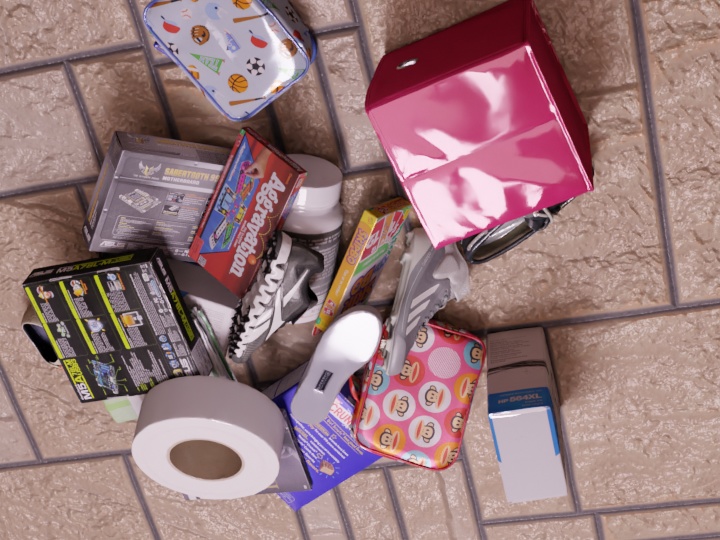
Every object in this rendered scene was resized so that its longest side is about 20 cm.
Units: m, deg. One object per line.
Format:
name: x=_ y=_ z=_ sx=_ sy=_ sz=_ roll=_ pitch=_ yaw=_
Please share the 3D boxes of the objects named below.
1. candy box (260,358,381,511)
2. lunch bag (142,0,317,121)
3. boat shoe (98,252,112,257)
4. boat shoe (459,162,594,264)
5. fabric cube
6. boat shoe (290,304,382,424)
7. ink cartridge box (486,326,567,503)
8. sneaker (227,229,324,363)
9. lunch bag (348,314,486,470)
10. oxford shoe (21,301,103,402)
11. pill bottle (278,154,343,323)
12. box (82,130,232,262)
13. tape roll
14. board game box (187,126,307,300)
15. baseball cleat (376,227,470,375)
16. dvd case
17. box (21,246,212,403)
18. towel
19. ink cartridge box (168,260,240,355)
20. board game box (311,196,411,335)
candy box: x=-0.071 y=0.231 z=1.773 sx=0.200 sy=0.077 sz=0.169 roll=-34 pitch=109 yaw=26
lunch bag: x=-0.164 y=-0.291 z=1.500 sx=0.160 sy=0.076 sz=0.200 roll=-31 pitch=111 yaw=26
boat shoe: x=-0.312 y=-0.072 z=1.651 sx=0.075 sy=0.060 sz=0.200 roll=23 pitch=120 yaw=-4
boat shoe: x=0.213 y=-0.073 z=1.550 sx=0.200 sy=0.060 sz=0.076 roll=-34 pitch=137 yaw=29
fabric cube: x=0.144 y=-0.179 z=1.442 sx=0.199 sy=0.196 sz=0.200 roll=-21 pitch=113 yaw=19
boat shoe: x=-0.030 y=0.114 z=1.623 sx=0.071 sy=0.070 sz=0.200 roll=25 pitch=120 yaw=-7
ink cartridge box: x=0.220 y=0.188 z=1.633 sx=0.084 sy=0.200 sz=0.146 roll=-10 pitch=117 yaw=11
sneaker: x=-0.103 y=0.045 z=1.546 sx=0.090 sy=0.067 sz=0.200 roll=17 pitch=119 yaw=-19
lunch bag: x=0.066 y=0.161 z=1.670 sx=0.176 sy=0.082 sz=0.200 roll=17 pitch=90 yaw=-2
oxford shoe: x=-0.420 y=0.131 z=1.773 sx=0.071 sy=0.074 sz=0.200 roll=-33 pitch=109 yaw=24
pill bottle: x=-0.083 y=-0.042 z=1.601 sx=0.114 sy=0.114 sz=0.200 roll=12 pitch=120 yaw=2
box: x=-0.242 y=-0.090 z=1.586 sx=0.200 sy=0.048 sz=0.159 roll=6 pitch=125 yaw=-30
tape roll: x=-0.203 y=0.228 z=1.650 sx=0.202 sy=0.071 sz=0.203 roll=3 pitch=139 yaw=2
board game box: x=-0.145 y=-0.070 z=1.547 sx=0.103 sy=0.019 sz=0.200 roll=38 pitch=121 yaw=19
baseball cleat: x=0.088 y=0.046 z=1.607 sx=0.106 sy=0.070 sz=0.201 roll=12 pitch=87 yaw=-5
dvd case: x=-0.183 y=0.266 z=1.754 sx=0.199 sy=0.016 sz=0.149 roll=-7 pitch=123 yaw=16
box: x=-0.318 y=0.076 z=1.616 sx=0.193 sy=0.048 sz=0.200 roll=-9 pitch=119 yaw=20
towel: x=-0.281 y=0.136 z=1.682 sx=0.200 sy=0.031 sz=0.149 roll=-15 pitch=114 yaw=18
ink cartridge box: x=-0.258 y=0.092 z=1.719 sx=0.146 sy=0.086 sz=0.200 roll=18 pitch=122 yaw=-1
board game box: x=0.000 y=0.000 z=1.616 sx=0.030 sy=0.095 sz=0.200 roll=36 pitch=119 yaw=18
